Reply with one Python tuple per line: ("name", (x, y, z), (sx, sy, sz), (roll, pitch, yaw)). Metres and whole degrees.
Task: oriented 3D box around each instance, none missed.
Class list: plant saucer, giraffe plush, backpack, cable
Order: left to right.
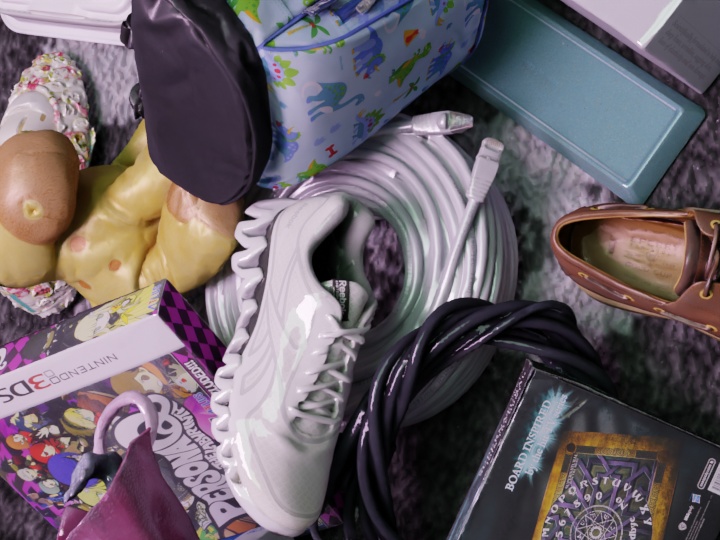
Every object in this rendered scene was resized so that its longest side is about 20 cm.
("giraffe plush", (-0.180, -0.036, 1.038), (0.173, 0.162, 0.200), (-114, 43, -58))
("backpack", (-0.022, -0.142, 0.938), (0.153, 0.163, 0.200), (29, 58, 16))
("cable", (0.000, 0.000, 1.008), (0.199, 0.069, 0.201), (7, 86, 31))
("cable", (0.072, 0.109, 0.921), (0.163, 0.051, 0.200), (31, 101, 2))
("plant saucer", (0.113, -0.120, 0.995), (0.200, 0.019, 0.070), (40, 101, 31))

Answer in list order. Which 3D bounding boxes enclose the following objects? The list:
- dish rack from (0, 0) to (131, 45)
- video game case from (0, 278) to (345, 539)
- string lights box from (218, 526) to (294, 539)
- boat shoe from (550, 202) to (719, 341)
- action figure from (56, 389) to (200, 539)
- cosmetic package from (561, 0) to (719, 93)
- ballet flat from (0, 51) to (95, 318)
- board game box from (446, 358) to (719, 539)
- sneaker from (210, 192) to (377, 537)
("dish rack", (-0.198, -0.270, 1.192), (0.171, 0.044, 0.201), (11, 87, 31))
("video game case", (-0.134, 0.108, 0.999), (0.181, 0.200, 0.036), (-20, 36, 26))
("string lights box", (-0.121, 0.236, 1.020), (0.199, 0.059, 0.103), (-20, 92, 26))
("boat shoe", (0.196, 0.003, 0.893), (0.200, 0.068, 0.072), (12, 86, 31))
("action figure", (-0.085, 0.186, 0.899), (0.134, 0.200, 0.149), (-56, 13, 38))
("cosmetic package", (0.130, -0.192, 0.951), (0.200, 0.102, 0.074), (43, 103, 31))
("ballet flat", (-0.230, -0.067, 1.158), (0.075, 0.064, 0.201), (-12, 74, 29))
("board game box", (0.112, 0.166, 0.892), (0.135, 0.028, 0.201), (24, 93, -4))
("sneaker", (-0.032, 0.047, 0.915), (0.081, 0.075, 0.201), (-14, 66, 40))
